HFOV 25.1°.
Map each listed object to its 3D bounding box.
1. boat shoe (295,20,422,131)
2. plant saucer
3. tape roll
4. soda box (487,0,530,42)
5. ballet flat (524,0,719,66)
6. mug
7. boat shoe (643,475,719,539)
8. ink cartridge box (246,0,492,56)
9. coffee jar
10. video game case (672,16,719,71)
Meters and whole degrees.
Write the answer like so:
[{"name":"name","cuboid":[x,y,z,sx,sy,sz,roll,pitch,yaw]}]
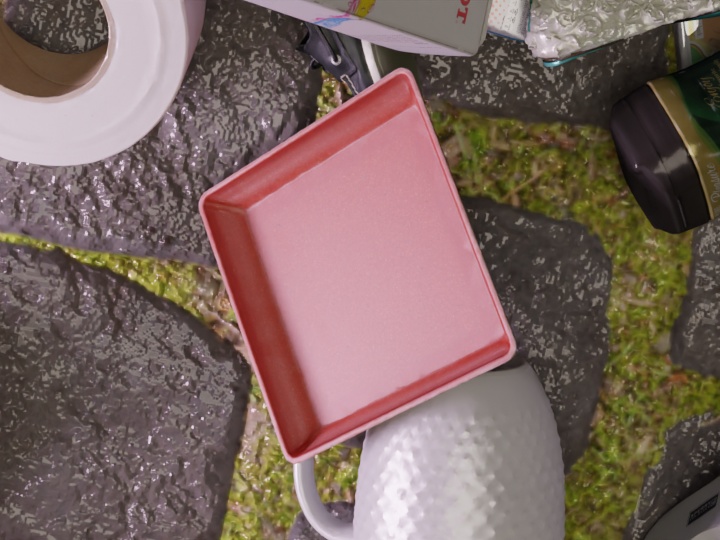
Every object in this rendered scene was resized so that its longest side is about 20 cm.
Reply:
[{"name":"boat shoe","cuboid":[-0.018,-0.169,1.078,0.066,0.075,0.201,-14,118,24]},{"name":"plant saucer","cuboid":[0.000,0.000,1.070,0.199,0.037,0.201,-29,75,33]},{"name":"tape roll","cuboid":[-0.201,-0.171,1.039,0.200,0.071,0.204,3,123,5]},{"name":"soda box","cuboid":[0.107,-0.256,1.062,0.068,0.064,0.202,15,103,-4]},{"name":"ballet flat","cuboid":[0.198,-0.184,1.041,0.198,0.072,0.073,-15,103,-11]},{"name":"mug","cuboid":[0.045,0.145,1.122,0.198,0.147,0.177,5,99,22]},{"name":"boat shoe","cuboid":[0.274,0.180,1.121,0.067,0.072,0.200,34,140,-7]},{"name":"ink cartridge box","cuboid":[-0.010,-0.222,0.967,0.199,0.085,0.149,13,90,-42]},{"name":"coffee jar","cuboid":[0.263,-0.106,1.057,0.199,0.104,0.086,-27,57,5]},{"name":"video game case","cuboid":[0.301,-0.199,1.099,0.180,0.023,0.202,-9,103,1]}]
